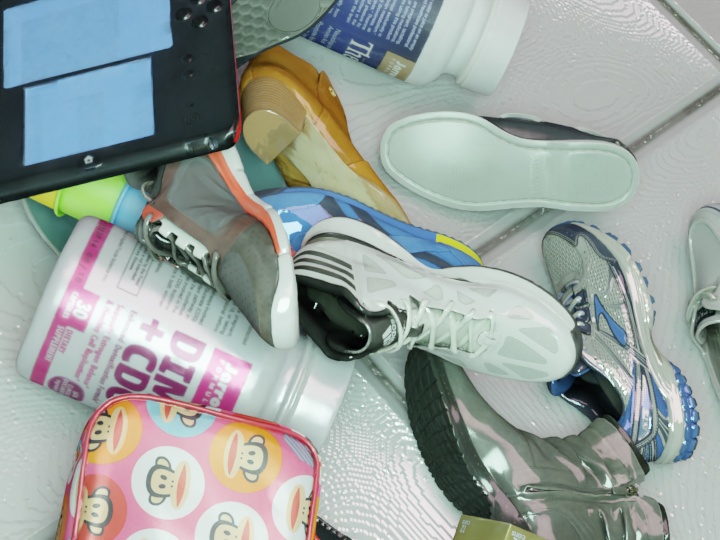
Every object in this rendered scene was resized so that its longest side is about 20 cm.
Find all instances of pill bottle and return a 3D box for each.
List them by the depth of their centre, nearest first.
[{"bbox_3d":[-0.111,0.054,1.228,0.199,0.114,0.114,24,50,-5],"label":"pill bottle"},{"bbox_3d":[0.025,-0.211,1.477,0.199,0.111,0.112,23,51,-6],"label":"pill bottle"}]

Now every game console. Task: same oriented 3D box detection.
[{"bbox_3d":[-0.177,-0.128,1.245,0.198,0.031,0.178,-13,48,8],"label":"game console"}]

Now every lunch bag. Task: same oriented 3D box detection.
[{"bbox_3d":[-0.096,0.181,1.129,0.175,0.082,0.202,14,76,-11],"label":"lunch bag"}]

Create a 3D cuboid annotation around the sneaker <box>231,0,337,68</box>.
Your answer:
[{"bbox_3d":[-0.106,-0.212,1.359,0.077,0.202,0.147,41,20,-50],"label":"sneaker"}]

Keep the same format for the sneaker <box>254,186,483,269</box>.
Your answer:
[{"bbox_3d":[0.000,0.000,1.303,0.199,0.066,0.079,17,30,-13],"label":"sneaker"}]

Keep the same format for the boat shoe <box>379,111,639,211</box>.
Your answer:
[{"bbox_3d":[0.112,-0.083,1.457,0.198,0.076,0.060,12,14,-3],"label":"boat shoe"}]

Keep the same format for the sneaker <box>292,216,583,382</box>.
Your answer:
[{"bbox_3d":[0.040,0.041,1.215,0.199,0.076,0.115,21,29,7],"label":"sneaker"}]

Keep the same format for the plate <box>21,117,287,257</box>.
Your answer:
[{"bbox_3d":[-0.148,-0.055,1.348,0.199,0.026,0.201,11,52,-15],"label":"plate"}]

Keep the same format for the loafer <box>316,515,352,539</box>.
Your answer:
[{"bbox_3d":[-0.003,0.204,1.195,0.200,0.071,0.068,43,51,10],"label":"loafer"}]

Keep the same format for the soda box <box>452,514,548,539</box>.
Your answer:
[{"bbox_3d":[0.149,0.221,1.211,0.199,0.068,0.064,26,78,-22],"label":"soda box"}]

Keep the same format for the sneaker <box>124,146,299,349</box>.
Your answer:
[{"bbox_3d":[-0.096,-0.014,1.183,0.081,0.078,0.200,-14,40,-17],"label":"sneaker"}]

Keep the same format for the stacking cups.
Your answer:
[{"bbox_3d":[-0.140,-0.036,1.275,0.199,0.061,0.061,27,50,2],"label":"stacking cups"}]

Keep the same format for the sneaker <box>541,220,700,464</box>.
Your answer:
[{"bbox_3d":[0.170,0.051,1.377,0.085,0.077,0.201,-11,61,-24],"label":"sneaker"}]

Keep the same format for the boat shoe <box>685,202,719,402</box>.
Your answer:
[{"bbox_3d":[0.279,0.038,1.438,0.065,0.072,0.201,0,65,-28],"label":"boat shoe"}]

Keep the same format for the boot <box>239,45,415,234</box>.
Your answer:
[{"bbox_3d":[-0.014,-0.076,1.392,0.201,0.071,0.144,49,20,-19],"label":"boot"}]

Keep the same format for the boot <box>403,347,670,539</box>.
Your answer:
[{"bbox_3d":[0.120,0.126,1.300,0.130,0.068,0.201,-19,74,-25],"label":"boot"}]
